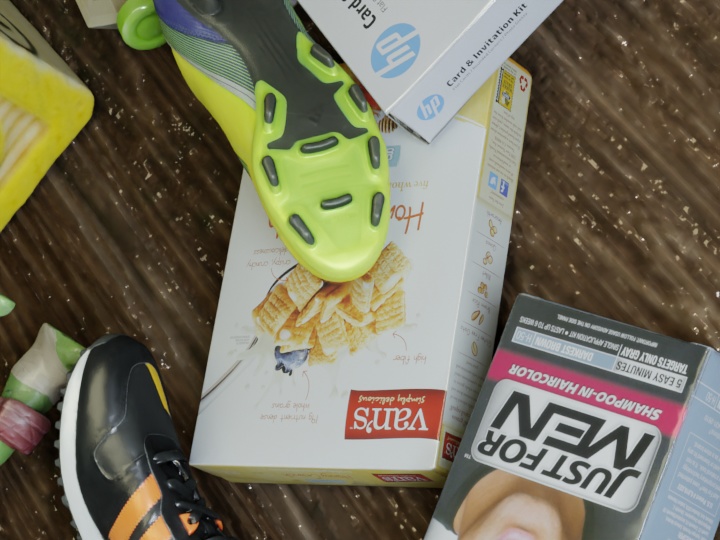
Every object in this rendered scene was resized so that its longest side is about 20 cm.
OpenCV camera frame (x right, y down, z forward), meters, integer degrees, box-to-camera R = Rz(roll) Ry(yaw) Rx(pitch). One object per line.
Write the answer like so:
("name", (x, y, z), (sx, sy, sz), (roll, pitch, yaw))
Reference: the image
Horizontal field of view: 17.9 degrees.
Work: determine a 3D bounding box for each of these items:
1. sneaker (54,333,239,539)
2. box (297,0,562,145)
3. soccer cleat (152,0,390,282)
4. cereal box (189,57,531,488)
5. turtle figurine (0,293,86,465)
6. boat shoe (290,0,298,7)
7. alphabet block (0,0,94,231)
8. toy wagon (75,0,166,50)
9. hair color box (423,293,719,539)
("sneaker", (-0.078, 0.126, 1.034), (0.089, 0.070, 0.202), (-7, 88, 27))
("box", (0.054, -0.181, 1.055), (0.200, 0.041, 0.156), (-46, 49, 12))
("soccer cleat", (-0.040, -0.075, 1.071), (0.064, 0.084, 0.201), (-22, 66, -14))
("cereal box", (0.000, 0.000, 1.067), (0.143, 0.039, 0.202), (-3, 69, 36))
("turtle figurine", (-0.206, 0.107, 1.106), (0.143, 0.200, 0.195), (31, 85, 5))
("boat shoe", (-0.052, -0.229, 1.180), (0.070, 0.069, 0.202), (-6, 68, 31))
("alphabet block", (-0.299, -0.104, 1.227), (0.197, 0.195, 0.200), (-51, 50, 9))
("toy wagon", (-0.111, -0.220, 1.182), (0.201, 0.039, 0.156), (-61, 43, 38))
("hair color box", (0.082, 0.121, 0.945), (0.098, 0.061, 0.202), (16, 81, 38))
